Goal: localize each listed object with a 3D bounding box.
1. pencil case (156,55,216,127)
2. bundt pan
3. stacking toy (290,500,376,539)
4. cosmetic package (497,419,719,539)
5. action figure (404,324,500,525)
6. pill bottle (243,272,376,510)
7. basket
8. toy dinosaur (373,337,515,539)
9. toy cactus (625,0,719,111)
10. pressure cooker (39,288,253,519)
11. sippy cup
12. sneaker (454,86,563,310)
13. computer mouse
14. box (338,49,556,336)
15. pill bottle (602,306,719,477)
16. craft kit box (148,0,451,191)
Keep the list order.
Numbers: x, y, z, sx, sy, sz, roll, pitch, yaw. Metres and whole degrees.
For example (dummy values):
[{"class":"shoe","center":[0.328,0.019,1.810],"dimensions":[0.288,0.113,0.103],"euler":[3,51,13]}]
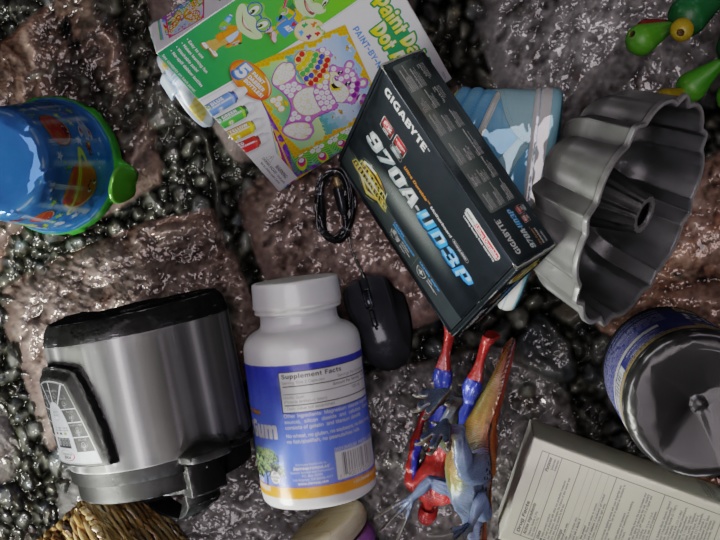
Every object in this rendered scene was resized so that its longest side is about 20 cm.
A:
[{"class":"pencil case","center":[-0.088,-0.214,0.873],"dimensions":[0.199,0.091,0.084],"euler":[-31,103,10]},{"class":"bundt pan","center":[0.208,-0.060,0.804],"dimensions":[0.075,0.201,0.204],"euler":[29,99,35]},{"class":"stacking toy","center":[0.013,0.326,0.917],"dimensions":[0.085,0.085,0.201],"euler":[-29,97,9]},{"class":"cosmetic package","center":[0.235,0.223,0.874],"dimensions":[0.198,0.073,0.105],"euler":[20,98,6]},{"class":"action figure","center":[0.083,0.149,0.902],"dimensions":[0.065,0.052,0.203],"euler":[16,102,12]},{"class":"pill bottle","center":[-0.050,0.108,0.884],"dimensions":[0.110,0.112,0.203],"euler":[-7,94,8]},{"class":"basket","center":[-0.236,0.325,0.913],"dimensions":[0.149,0.143,0.200],"euler":[-41,88,8]},{"class":"toy dinosaur","center":[0.104,0.196,0.845],"dimensions":[0.199,0.105,0.182],"euler":[-33,118,1]},{"class":"toy cactus","center":[0.330,-0.210,0.827],"dimensions":[0.197,0.102,0.167],"euler":[6,77,10]},{"class":"pressure cooker","center":[-0.187,0.128,0.874],"dimensions":[0.176,0.176,0.203],"euler":[-10,95,7]},{"class":"sippy cup","center":[-0.310,-0.099,0.894],"dimensions":[0.176,0.130,0.141],"euler":[-24,91,10]},{"class":"sneaker","center":[0.107,-0.072,0.868],"dimensions":[0.129,0.079,0.203],"euler":[10,94,11]},{"class":"computer mouse","center":[0.000,0.000,0.908],"dimensions":[0.058,0.034,0.202],"euler":[-21,91,10]},{"class":"box","center":[0.065,-0.061,0.815],"dimensions":[0.046,0.159,0.201],"euler":[-27,77,-24]},{"class":"pill bottle","center":[0.262,0.090,0.794],"dimensions":[0.110,0.200,0.114],"euler":[1,96,7]},{"class":"craft kit box","center":[-0.045,-0.187,0.827],"dimensions":[0.196,0.200,0.049],"euler":[-34,49,8]}]
